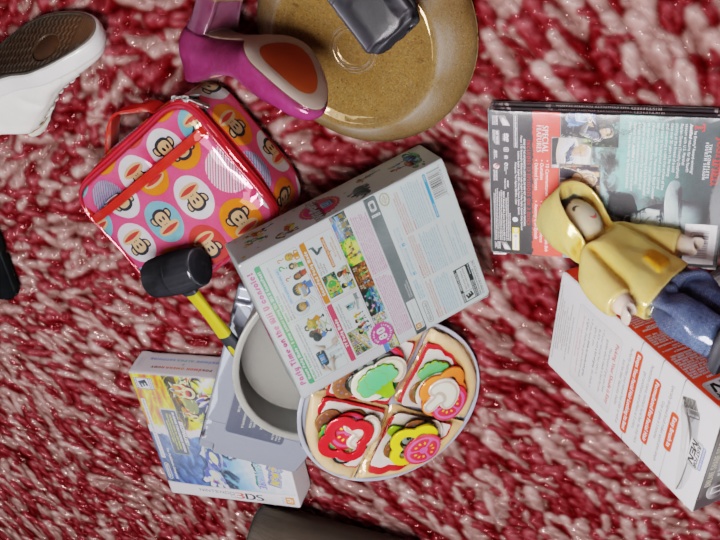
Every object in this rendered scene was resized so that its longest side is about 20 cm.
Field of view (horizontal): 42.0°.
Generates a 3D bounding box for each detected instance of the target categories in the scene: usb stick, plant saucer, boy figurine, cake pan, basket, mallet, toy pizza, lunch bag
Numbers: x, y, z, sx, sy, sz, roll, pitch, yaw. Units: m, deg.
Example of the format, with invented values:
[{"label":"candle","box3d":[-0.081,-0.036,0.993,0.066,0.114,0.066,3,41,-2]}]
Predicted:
[{"label":"usb stick","box3d":[-0.030,-0.257,0.721,0.055,0.033,0.201,-38,89,29]},{"label":"plant saucer","box3d":[-0.001,-0.192,0.788,0.197,0.036,0.202,10,127,14]},{"label":"boy figurine","box3d":[0.231,-0.005,0.763,0.200,0.124,0.065,41,145,30]},{"label":"cake pan","box3d":[-0.034,0.078,0.931,0.198,0.037,0.203,-11,122,-17]},{"label":"basket","box3d":[-0.030,0.375,1.147,0.197,0.137,0.181,7,143,10]},{"label":"mallet","box3d":[-0.146,0.059,0.930,0.065,0.041,0.201,-5,131,25]},{"label":"toy pizza","box3d":[0.033,0.140,0.950,0.197,0.032,0.203,-9,122,-15]},{"label":"lunch bag","box3d":[-0.174,-0.086,0.906,0.199,0.082,0.177,-31,105,35]}]

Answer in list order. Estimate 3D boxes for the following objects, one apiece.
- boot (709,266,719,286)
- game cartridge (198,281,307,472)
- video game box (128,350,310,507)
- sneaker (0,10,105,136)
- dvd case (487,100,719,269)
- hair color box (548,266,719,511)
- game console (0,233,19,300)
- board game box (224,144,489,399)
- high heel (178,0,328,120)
[{"label":"boot","box3d":[0.300,0.058,0.814,0.073,0.096,0.200,37,128,-8]},{"label":"game cartridge","box3d":[-0.089,0.118,1.002,0.131,0.042,0.202,14,113,-10]},{"label":"video game box","box3d":[-0.165,0.191,1.119,0.180,0.047,0.202,0,124,17]},{"label":"sneaker","box3d":[-0.310,-0.183,0.906,0.198,0.074,0.085,-18,148,23]},{"label":"dvd case","box3d":[0.209,-0.073,0.804,0.197,0.022,0.148,5,126,19]},{"label":"hair color box","box3d":[0.248,0.090,0.800,0.063,0.200,0.112,-14,129,-21]},{"label":"game console","box3d":[-0.516,-0.021,1.054,0.197,0.117,0.178,6,126,17]},{"label":"board game box","box3d":[0.000,0.000,0.840,0.198,0.064,0.149,-28,117,-9]},{"label":"high heel","box3d":[-0.091,-0.157,0.781,0.201,0.067,0.097,53,137,38]}]
